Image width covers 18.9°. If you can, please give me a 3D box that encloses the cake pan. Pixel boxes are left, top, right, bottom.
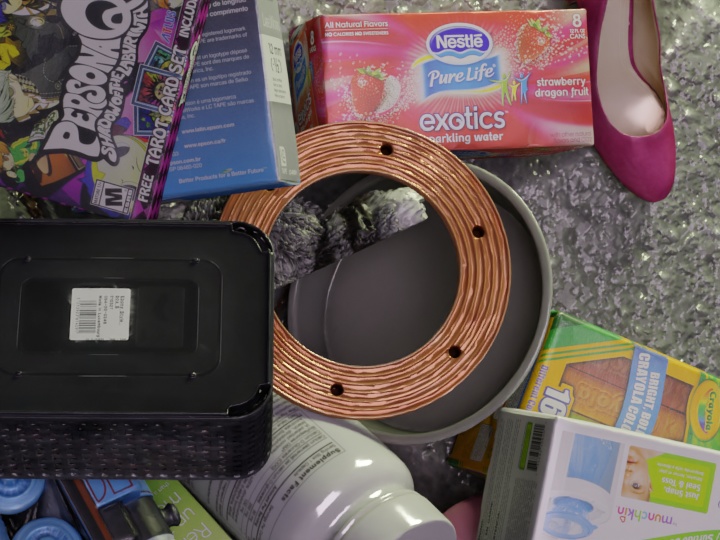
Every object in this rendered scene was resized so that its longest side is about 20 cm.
[{"bbox_3d":[0.045,0.023,1.490,0.200,0.037,0.201,-7,74,25],"label":"cake pan"}]

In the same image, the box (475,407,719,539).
[{"bbox_3d":[0.189,0.165,1.425,0.199,0.101,0.113,12,86,-17],"label":"box"}]

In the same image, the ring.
[{"bbox_3d":[0.000,0.000,1.429,0.200,0.019,0.201,1,79,-7],"label":"ring"}]

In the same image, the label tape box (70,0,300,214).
[{"bbox_3d":[-0.124,-0.145,1.398,0.143,0.066,0.201,-7,88,13],"label":"label tape box"}]

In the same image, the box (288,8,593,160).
[{"bbox_3d":[0.056,-0.129,1.522,0.199,0.095,0.100,-3,89,-16],"label":"box"}]

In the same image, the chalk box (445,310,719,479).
[{"bbox_3d":[0.185,0.119,1.540,0.199,0.124,0.125,21,84,-14],"label":"chalk box"}]

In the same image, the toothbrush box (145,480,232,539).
[{"bbox_3d":[-0.124,0.246,1.429,0.146,0.086,0.200,-40,72,-13],"label":"toothbrush box"}]

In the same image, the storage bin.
[{"bbox_3d":[-0.153,0.049,1.333,0.199,0.094,0.136,1,61,-3],"label":"storage bin"}]

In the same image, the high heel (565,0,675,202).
[{"bbox_3d":[0.200,-0.148,1.563,0.067,0.096,0.201,-13,92,-16],"label":"high heel"}]

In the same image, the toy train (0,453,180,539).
[{"bbox_3d":[-0.195,0.131,1.390,0.114,0.087,0.200,-25,68,-20],"label":"toy train"}]

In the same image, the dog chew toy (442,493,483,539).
[{"bbox_3d":[0.048,0.222,1.501,0.199,0.125,0.125,-5,90,-13],"label":"dog chew toy"}]

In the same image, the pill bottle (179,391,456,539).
[{"bbox_3d":[-0.037,0.144,1.431,0.113,0.113,0.200,-42,57,-12],"label":"pill bottle"}]

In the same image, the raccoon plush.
[{"bbox_3d":[-0.070,-0.055,1.484,0.199,0.097,0.134,-25,90,-10],"label":"raccoon plush"}]

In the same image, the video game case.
[{"bbox_3d":[-0.191,-0.146,1.346,0.181,0.036,0.201,17,100,5],"label":"video game case"}]
